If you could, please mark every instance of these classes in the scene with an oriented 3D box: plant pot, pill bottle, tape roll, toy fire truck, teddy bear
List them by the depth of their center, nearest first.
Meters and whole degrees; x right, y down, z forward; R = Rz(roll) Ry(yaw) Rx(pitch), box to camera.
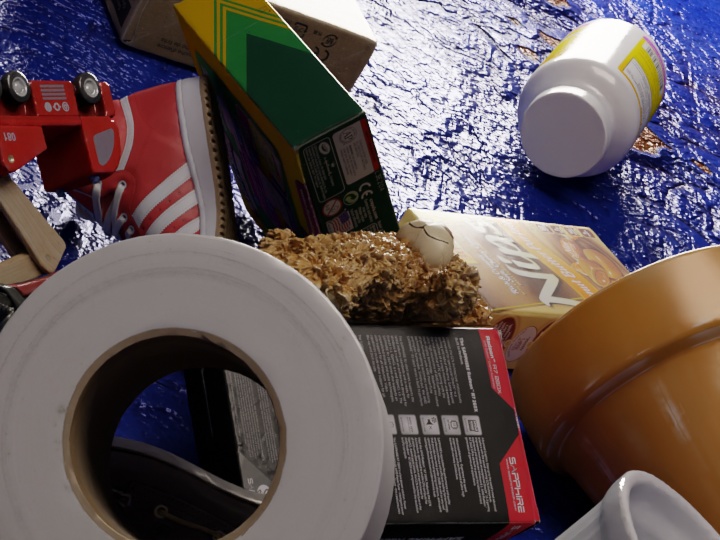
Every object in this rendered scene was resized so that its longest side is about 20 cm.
[{"bbox_3d":[-0.084,0.091,1.291,0.202,0.203,0.139,35,-6,7],"label":"tape roll"},{"bbox_3d":[-0.210,-0.045,1.549,0.200,0.049,0.142,-4,78,-56],"label":"toy fire truck"},{"bbox_3d":[0.000,0.000,1.555,0.199,0.067,0.145,2,-2,-35],"label":"teddy bear"},{"bbox_3d":[0.223,0.114,1.689,0.200,0.200,0.184,4,52,-45],"label":"plant pot"},{"bbox_3d":[0.192,-0.141,2.203,0.104,0.104,0.200,34,25,4],"label":"pill bottle"}]

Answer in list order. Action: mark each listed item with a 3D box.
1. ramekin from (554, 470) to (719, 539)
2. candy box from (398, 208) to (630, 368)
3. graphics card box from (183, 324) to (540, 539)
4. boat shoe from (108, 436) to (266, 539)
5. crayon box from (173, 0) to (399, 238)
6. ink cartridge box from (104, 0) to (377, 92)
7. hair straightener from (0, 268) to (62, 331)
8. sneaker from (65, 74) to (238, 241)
[{"bbox_3d":[0.169,0.221,1.453,0.201,0.098,0.201,47,18,-20],"label":"ramekin"},{"bbox_3d":[0.120,0.017,1.886,0.199,0.055,0.116,6,35,-44],"label":"candy box"},{"bbox_3d":[0.000,0.096,1.504,0.199,0.051,0.126,2,67,-34],"label":"graphics card box"},{"bbox_3d":[-0.098,0.144,1.385,0.199,0.072,0.060,19,44,-7],"label":"boat shoe"},{"bbox_3d":[-0.039,-0.071,1.712,0.058,0.200,0.173,-29,48,-11],"label":"crayon box"},{"bbox_3d":[-0.105,-0.219,2.041,0.199,0.075,0.165,17,27,-28],"label":"ink cartridge box"},{"bbox_3d":[-0.165,0.034,1.510,0.077,0.041,0.200,64,14,4],"label":"hair straightener"},{"bbox_3d":[-0.137,-0.022,1.652,0.071,0.112,0.201,68,13,-65],"label":"sneaker"}]
